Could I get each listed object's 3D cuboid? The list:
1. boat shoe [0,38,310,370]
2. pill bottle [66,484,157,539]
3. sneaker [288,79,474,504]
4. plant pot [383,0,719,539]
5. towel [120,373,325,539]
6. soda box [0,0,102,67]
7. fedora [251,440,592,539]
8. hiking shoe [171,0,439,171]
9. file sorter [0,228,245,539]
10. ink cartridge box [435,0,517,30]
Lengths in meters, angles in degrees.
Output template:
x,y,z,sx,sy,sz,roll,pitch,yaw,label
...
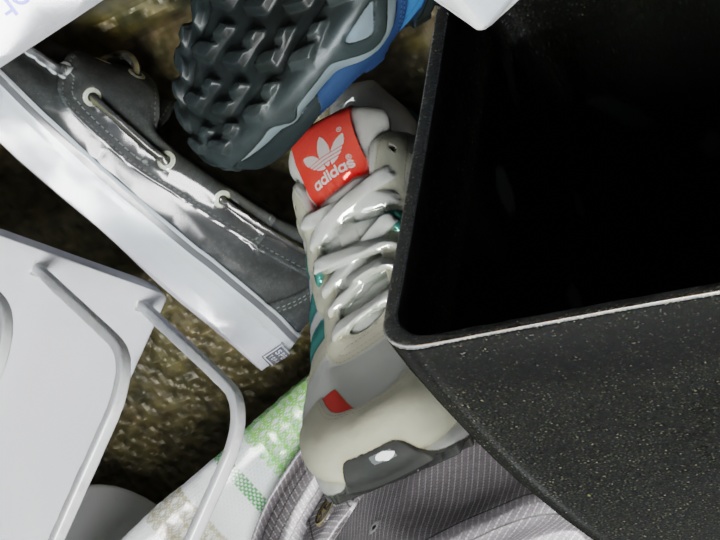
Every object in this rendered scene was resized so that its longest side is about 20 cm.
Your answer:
x,y,z,sx,sy,sz,roll,pitch,yaw,label
-0.091,-0.047,0.916,0.200,0.069,0.057,42,89,-7,boat shoe
-0.152,0.180,1.055,0.112,0.113,0.200,37,124,-12,pill bottle
0.000,0.000,0.840,0.070,0.200,0.094,-25,109,19,sneaker
0.141,-0.007,0.812,0.199,0.200,0.178,-10,134,20,plant pot
-0.006,0.117,0.971,0.200,0.031,0.149,-40,107,2,towel
-0.123,-0.113,0.829,0.200,0.063,0.068,-33,113,7,soda box
0.047,0.125,0.905,0.177,0.090,0.200,44,98,-6,fedora
0.020,-0.105,0.796,0.087,0.074,0.200,21,115,-43,hiking shoe
-0.163,0.056,0.857,0.200,0.125,0.139,21,98,-30,file sorter
-0.042,-0.166,0.670,0.050,0.162,0.200,-46,134,-4,ink cartridge box
